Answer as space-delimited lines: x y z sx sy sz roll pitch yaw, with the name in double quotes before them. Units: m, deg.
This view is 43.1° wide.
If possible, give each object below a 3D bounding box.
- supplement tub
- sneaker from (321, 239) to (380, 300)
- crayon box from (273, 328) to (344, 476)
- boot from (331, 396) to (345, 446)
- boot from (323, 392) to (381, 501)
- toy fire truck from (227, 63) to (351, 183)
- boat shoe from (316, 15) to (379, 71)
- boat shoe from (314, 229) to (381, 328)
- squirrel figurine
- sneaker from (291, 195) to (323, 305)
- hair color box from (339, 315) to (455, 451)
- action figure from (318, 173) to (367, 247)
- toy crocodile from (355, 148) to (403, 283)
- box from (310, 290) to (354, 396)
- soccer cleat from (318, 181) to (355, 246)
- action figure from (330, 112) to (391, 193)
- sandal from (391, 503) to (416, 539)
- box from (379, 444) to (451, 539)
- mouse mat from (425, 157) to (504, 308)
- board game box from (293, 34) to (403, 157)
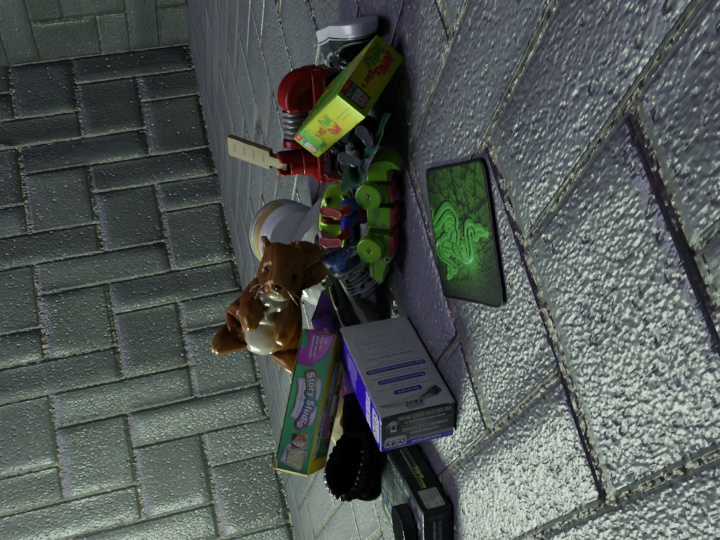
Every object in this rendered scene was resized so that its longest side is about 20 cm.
"supplement tub" -0.139 -0.063 1.808 0.200 0.141 0.148 -151 52 -73
"sneaker" 0.000 0.000 1.386 0.200 0.076 0.087 -17 -95 -77
"crayon box" -0.071 0.198 1.377 0.173 0.057 0.205 52 -132 -79
"boot" -0.036 0.251 1.653 0.144 0.069 0.205 -52 -56 -73
"boot" -0.006 0.268 1.480 0.158 0.078 0.216 45 -142 -65
"toy fire truck" -0.110 -0.230 1.454 0.129 0.196 0.180 -131 34 -63
"boat shoe" -0.017 -0.315 1.284 0.200 0.070 0.069 -154 50 -70
"boat shoe" -0.031 0.033 1.483 0.203 0.060 0.074 61 -158 -1
"squirrel figurine" -0.125 0.023 1.383 0.201 0.139 0.189 -68 -5 -52
"sneaker" -0.068 -0.035 1.690 0.202 0.114 0.074 -59 19 13
"hair color box" 0.047 0.152 1.272 0.201 0.107 0.066 -119 23 -55
"action figure" -0.035 -0.091 1.323 0.200 0.097 0.067 -37 -46 -64
"toy crocodile" 0.031 -0.076 1.287 0.068 0.060 0.204 -55 -31 -56
"box" -0.040 0.118 1.580 0.200 0.038 0.140 -76 -31 -77
"soccer cleat" -0.037 -0.058 1.572 0.081 0.066 0.204 -101 5 -68
"action figure" -0.001 -0.181 1.270 0.119 0.054 0.200 -53 8 11
"sandal" 0.061 0.443 1.355 0.076 0.042 0.205 -149 48 -70
"box" 0.083 0.363 1.397 0.200 0.050 0.161 -125 29 -59
"mouse mat" 0.117 -0.043 1.061 0.200 0.007 0.165 -170 71 -77
"board game box" -0.020 -0.231 1.236 0.103 0.047 0.199 -58 13 -18
